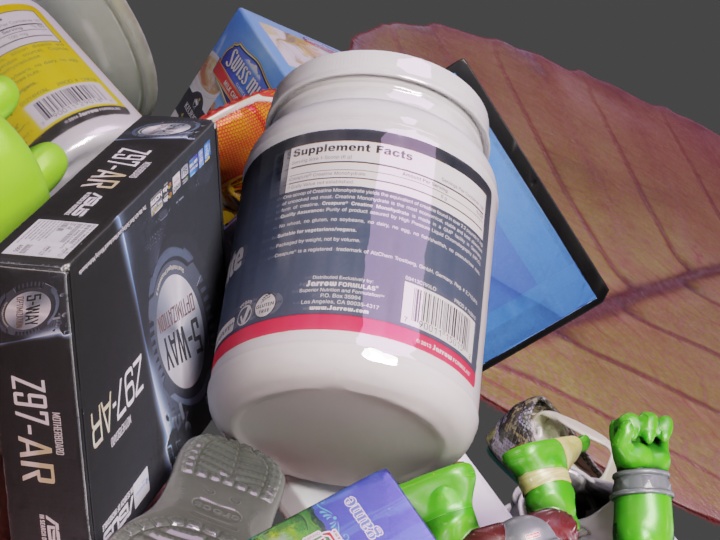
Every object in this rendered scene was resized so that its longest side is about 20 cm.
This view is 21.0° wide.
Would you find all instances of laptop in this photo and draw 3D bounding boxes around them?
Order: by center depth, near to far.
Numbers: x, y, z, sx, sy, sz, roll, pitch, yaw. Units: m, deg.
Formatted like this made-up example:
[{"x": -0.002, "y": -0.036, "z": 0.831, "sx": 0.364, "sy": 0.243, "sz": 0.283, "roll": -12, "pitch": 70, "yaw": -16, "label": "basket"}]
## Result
[{"x": 0.022, "y": 0.010, "z": 1.149, "sx": 0.200, "sy": 0.103, "sz": 0.178, "roll": -44, "pitch": 106, "yaw": -39, "label": "laptop"}]

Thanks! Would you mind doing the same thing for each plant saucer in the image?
[{"x": -0.226, "y": -0.170, "z": 1.343, "sx": 0.200, "sy": 0.200, "sz": 0.050, "roll": 40, "pitch": 65, "yaw": 15, "label": "plant saucer"}]

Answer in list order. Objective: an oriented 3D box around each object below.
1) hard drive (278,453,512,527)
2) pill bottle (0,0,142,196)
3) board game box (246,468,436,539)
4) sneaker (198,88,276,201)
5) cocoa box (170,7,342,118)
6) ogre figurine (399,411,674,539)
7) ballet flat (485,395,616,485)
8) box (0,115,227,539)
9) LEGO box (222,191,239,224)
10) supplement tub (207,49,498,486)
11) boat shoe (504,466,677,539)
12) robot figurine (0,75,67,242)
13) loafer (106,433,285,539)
[{"x": 0.045, "y": 0.166, "z": 1.062, "sx": 0.132, "sy": 0.026, "sz": 0.200, "roll": -15, "pitch": 60, "yaw": -46, "label": "hard drive"}, {"x": -0.217, "y": -0.104, "z": 1.224, "sx": 0.111, "sy": 0.112, "sz": 0.200, "roll": 7, "pitch": 34, "yaw": -52, "label": "pill bottle"}, {"x": -0.021, "y": 0.201, "z": 0.739, "sx": 0.199, "sy": 0.041, "sz": 0.200, "roll": -26, "pitch": 62, "yaw": -22, "label": "board game box"}, {"x": -0.052, "y": -0.067, "z": 1.226, "sx": 0.200, "sy": 0.073, "sz": 0.077, "roll": -1, "pitch": 66, "yaw": -59, "label": "sneaker"}, {"x": -0.025, "y": -0.082, "z": 1.449, "sx": 0.199, "sy": 0.132, "sz": 0.134, "roll": 20, "pitch": 24, "yaw": -36, "label": "cocoa box"}, {"x": 0.080, "y": 0.153, "z": 0.992, "sx": 0.199, "sy": 0.098, "sz": 0.120, "roll": -9, "pitch": 72, "yaw": -32, "label": "ogre figurine"}, {"x": 0.161, "y": 0.156, "z": 1.294, "sx": 0.072, "sy": 0.072, "sz": 0.200, "roll": 7, "pitch": 33, "yaw": -52, "label": "ballet flat"}, {"x": -0.119, "y": 0.031, "z": 0.964, "sx": 0.043, "sy": 0.161, "sz": 0.200, "roll": 5, "pitch": 24, "yaw": 15, "label": "box"}, {"x": -0.055, "y": 0.007, "z": 1.278, "sx": 0.148, "sy": 0.077, "sz": 0.200, "roll": 19, "pitch": 25, "yaw": -35, "label": "LEGO box"}, {"x": 0.000, "y": 0.000, "z": 1.029, "sx": 0.140, "sy": 0.140, "sz": 0.201, "roll": 24, "pitch": 55, "yaw": -26, "label": "supplement tub"}, {"x": 0.122, "y": 0.144, "z": 1.136, "sx": 0.066, "sy": 0.073, "sz": 0.200, "roll": 59, "pitch": -21, "yaw": -9, "label": "boat shoe"}, {"x": -0.230, "y": -0.016, "z": 0.945, "sx": 0.176, "sy": 0.115, "sz": 0.200, "roll": 56, "pitch": 45, "yaw": -13, "label": "robot figurine"}, {"x": -0.083, "y": 0.149, "z": 0.912, "sx": 0.075, "sy": 0.070, "sz": 0.200, "roll": 24, "pitch": 23, "yaw": 5, "label": "loafer"}]
